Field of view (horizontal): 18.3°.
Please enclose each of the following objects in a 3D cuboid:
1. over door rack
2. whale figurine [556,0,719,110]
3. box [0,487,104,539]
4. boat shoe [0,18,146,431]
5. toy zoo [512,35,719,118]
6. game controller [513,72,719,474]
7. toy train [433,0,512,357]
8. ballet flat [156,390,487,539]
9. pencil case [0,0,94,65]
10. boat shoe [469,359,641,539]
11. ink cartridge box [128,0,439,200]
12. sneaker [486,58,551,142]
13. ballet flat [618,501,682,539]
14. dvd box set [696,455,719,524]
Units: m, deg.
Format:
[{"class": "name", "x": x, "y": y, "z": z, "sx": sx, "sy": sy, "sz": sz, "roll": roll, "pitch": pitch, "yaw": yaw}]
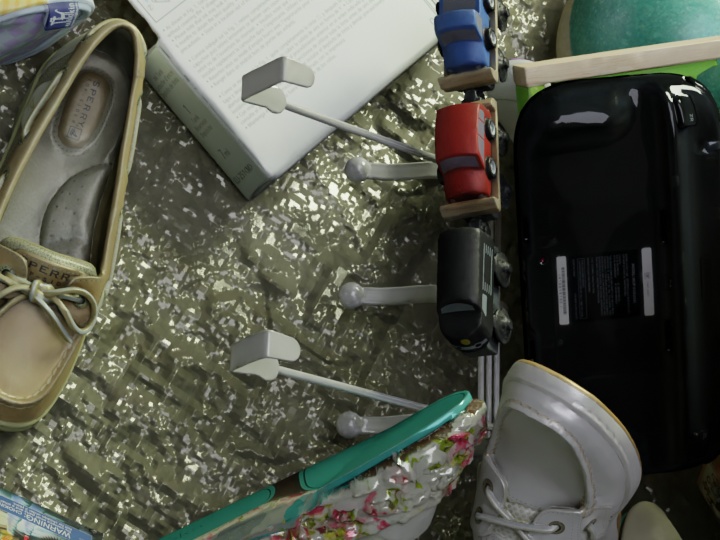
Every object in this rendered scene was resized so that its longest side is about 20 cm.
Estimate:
[{"class": "over door rack", "x": 0.000, "y": 0.000, "z": 1.088, "sx": 0.200, "sy": 0.066, "sz": 0.149, "roll": 24, "pitch": 60, "yaw": -48}, {"class": "whale figurine", "x": 0.198, "y": -0.144, "z": 1.220, "sx": 0.159, "sy": 0.104, "sz": 0.200, "roll": 47, "pitch": 62, "yaw": -4}, {"class": "box", "x": -0.213, "y": 0.127, "z": 0.965, "sx": 0.199, "sy": 0.040, "sz": 0.137, "roll": 26, "pitch": 29, "yaw": -15}, {"class": "boat shoe", "x": -0.146, "y": -0.024, "z": 1.064, "sx": 0.073, "sy": 0.063, "sz": 0.202, "roll": 23, "pitch": 67, "yaw": -15}, {"class": "toy zoo", "x": 0.149, "y": -0.012, "z": 1.130, "sx": 0.131, "sy": 0.020, "sz": 0.201, "roll": -9, "pitch": 101, "yaw": -14}, {"class": "game controller", "x": 0.130, "y": 0.005, "z": 1.102, "sx": 0.104, "sy": 0.042, "sz": 0.201, "roll": -4, "pitch": 100, "yaw": 0}, {"class": "toy train", "x": 0.052, "y": -0.058, "z": 1.085, "sx": 0.046, "sy": 0.034, "sz": 0.201, "roll": 33, "pitch": 53, "yaw": -57}, {"class": "ballet flat", "x": -0.021, "y": 0.124, "z": 1.043, "sx": 0.199, "sy": 0.076, "sz": 0.064, "roll": -27, "pitch": 98, "yaw": 7}, {"class": "pencil case", "x": -0.201, "y": -0.194, "z": 1.078, "sx": 0.090, "sy": 0.083, "sz": 0.201, "roll": -13, "pitch": 79, "yaw": -45}, {"class": "boat shoe", "x": 0.085, "y": 0.113, "z": 1.055, "sx": 0.071, "sy": 0.200, "sz": 0.069, "roll": 31, "pitch": 68, "yaw": 23}, {"class": "ink cartridge box", "x": -0.039, "y": -0.164, "z": 1.161, "sx": 0.200, "sy": 0.044, "sz": 0.174, "roll": -41, "pitch": 92, "yaw": -26}, {"class": "sneaker", "x": 0.125, "y": -0.020, "z": 1.161, "sx": 0.100, "sy": 0.075, "sz": 0.200, "roll": -45, "pitch": 103, "yaw": -19}, {"class": "ballet flat", "x": 0.158, "y": 0.215, "z": 1.118, "sx": 0.069, "sy": 0.069, "sz": 0.201, "roll": 11, "pitch": 75, "yaw": -19}, {"class": "dvd box set", "x": 0.279, "y": 0.162, "z": 1.145, "sx": 0.146, "sy": 0.029, "sz": 0.200, "roll": -10, "pitch": 48, "yaw": -20}]
